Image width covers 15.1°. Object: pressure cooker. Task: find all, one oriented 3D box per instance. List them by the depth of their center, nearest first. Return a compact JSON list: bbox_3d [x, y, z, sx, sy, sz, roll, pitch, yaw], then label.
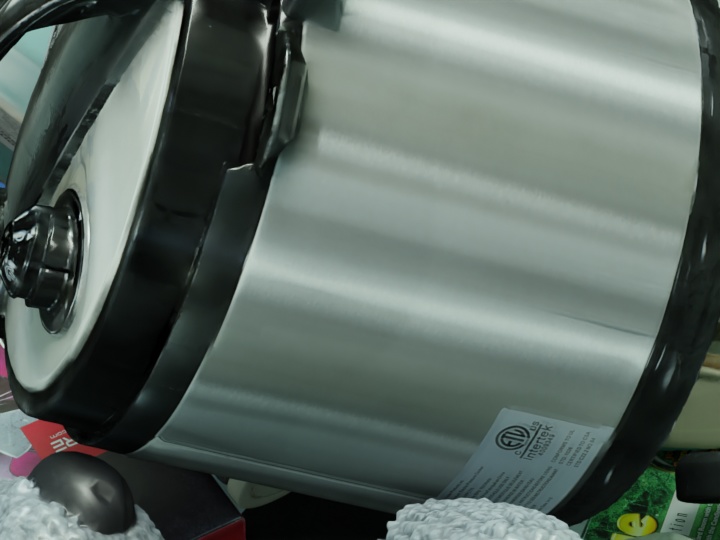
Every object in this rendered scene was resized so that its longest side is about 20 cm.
[{"bbox_3d":[-0.016,-0.028,0.732,0.199,0.177,0.179,13,9,-19],"label":"pressure cooker"}]

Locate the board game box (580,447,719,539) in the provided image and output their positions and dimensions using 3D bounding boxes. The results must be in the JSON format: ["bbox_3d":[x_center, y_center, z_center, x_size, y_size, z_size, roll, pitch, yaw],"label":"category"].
[{"bbox_3d":[0.138,0.071,0.922,0.104,0.024,0.200,11,33,15],"label":"board game box"}]

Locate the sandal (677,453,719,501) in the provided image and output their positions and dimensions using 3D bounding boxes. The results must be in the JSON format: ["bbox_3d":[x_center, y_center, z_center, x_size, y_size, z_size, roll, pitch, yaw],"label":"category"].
[{"bbox_3d":[0.200,0.069,0.846,0.199,0.045,0.075,-8,-10,9],"label":"sandal"}]

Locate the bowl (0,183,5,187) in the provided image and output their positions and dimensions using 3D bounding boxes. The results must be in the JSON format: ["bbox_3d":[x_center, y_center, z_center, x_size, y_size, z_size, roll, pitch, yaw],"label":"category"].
[{"bbox_3d":[-0.105,0.004,1.019,0.199,0.040,0.201,0,32,0],"label":"bowl"}]

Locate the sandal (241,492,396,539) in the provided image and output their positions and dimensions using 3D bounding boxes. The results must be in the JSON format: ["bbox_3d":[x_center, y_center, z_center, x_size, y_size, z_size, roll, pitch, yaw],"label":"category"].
[{"bbox_3d":[0.035,0.104,0.827,0.199,0.045,0.075,16,59,31],"label":"sandal"}]

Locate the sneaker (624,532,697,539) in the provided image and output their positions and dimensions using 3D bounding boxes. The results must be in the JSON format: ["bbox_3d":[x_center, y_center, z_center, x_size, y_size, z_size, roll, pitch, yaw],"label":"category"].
[{"bbox_3d":[0.095,0.157,0.702,0.085,0.077,0.200,-11,43,-35],"label":"sneaker"}]

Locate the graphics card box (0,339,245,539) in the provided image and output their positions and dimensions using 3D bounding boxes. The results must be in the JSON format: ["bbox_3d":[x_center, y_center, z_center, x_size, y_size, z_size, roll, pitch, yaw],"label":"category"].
[{"bbox_3d":[-0.137,0.053,0.877,0.125,0.051,0.200,-23,51,-22],"label":"graphics card box"}]

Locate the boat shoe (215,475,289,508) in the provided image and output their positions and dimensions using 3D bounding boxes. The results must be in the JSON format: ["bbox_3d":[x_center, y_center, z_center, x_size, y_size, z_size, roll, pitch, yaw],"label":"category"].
[{"bbox_3d":[0.000,0.000,0.889,0.063,0.073,0.200,37,51,7],"label":"boat shoe"}]

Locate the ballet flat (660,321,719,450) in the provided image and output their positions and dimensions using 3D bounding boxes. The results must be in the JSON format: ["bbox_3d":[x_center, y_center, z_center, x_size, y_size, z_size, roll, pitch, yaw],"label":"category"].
[{"bbox_3d":[0.176,0.027,0.911,0.198,0.070,0.070,-2,31,-4],"label":"ballet flat"}]

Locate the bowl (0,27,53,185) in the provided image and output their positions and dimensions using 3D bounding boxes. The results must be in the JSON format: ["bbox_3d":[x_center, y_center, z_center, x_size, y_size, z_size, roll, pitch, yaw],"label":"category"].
[{"bbox_3d":[-0.088,-0.082,0.881,0.200,0.201,0.105,27,74,37],"label":"bowl"}]

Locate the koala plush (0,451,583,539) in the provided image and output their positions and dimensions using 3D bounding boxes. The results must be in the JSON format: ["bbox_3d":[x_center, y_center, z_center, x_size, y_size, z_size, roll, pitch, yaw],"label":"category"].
[{"bbox_3d":[-0.071,0.122,0.693,0.199,0.185,0.177,26,19,38],"label":"koala plush"}]
